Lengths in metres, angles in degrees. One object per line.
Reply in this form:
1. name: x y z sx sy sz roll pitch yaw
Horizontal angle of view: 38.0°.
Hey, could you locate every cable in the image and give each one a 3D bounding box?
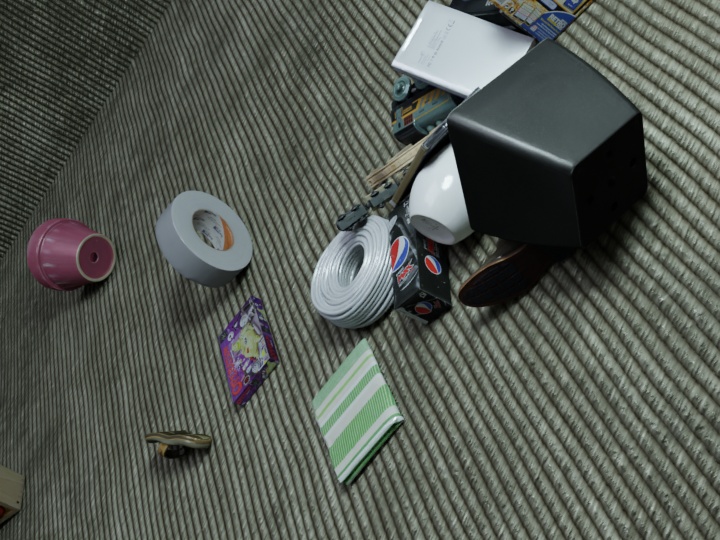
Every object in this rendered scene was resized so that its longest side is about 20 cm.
1. cable: 0.000 0.000 1.756 0.200 0.069 0.201 19 82 59

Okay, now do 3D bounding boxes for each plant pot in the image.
1. plant pot: 0.255 -0.144 1.346 0.199 0.201 0.177 -38 47 -20
2. plant pot: -0.762 -0.039 2.811 0.178 0.200 0.201 5 70 39

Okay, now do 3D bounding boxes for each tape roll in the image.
1. tape roll: -0.321 -0.065 2.154 0.066 0.200 0.201 -40 37 33

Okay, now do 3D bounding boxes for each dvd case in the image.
1. dvd case: 0.116 -0.190 1.645 0.149 0.016 0.200 -47 -6 -26

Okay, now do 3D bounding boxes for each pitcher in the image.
1. pitcher: 0.148 -0.139 1.623 0.201 0.121 0.171 -60 10 -18

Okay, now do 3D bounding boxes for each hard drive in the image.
1. hard drive: 0.167 -0.352 1.709 0.199 0.025 0.132 26 81 23

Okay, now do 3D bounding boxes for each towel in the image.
1. towel: -0.008 0.221 1.645 0.153 0.023 0.200 -52 31 16

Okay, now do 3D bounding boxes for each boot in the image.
1. boot: 0.219 -0.028 1.468 0.199 0.075 0.097 -34 30 22

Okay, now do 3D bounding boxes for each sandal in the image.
1. sandal: -0.356 0.340 2.026 0.199 0.080 0.054 -4 84 50

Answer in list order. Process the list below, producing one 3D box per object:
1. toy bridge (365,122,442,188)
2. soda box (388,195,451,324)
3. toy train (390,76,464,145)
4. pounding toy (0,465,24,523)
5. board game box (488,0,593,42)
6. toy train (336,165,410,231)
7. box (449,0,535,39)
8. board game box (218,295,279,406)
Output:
1. toy bridge: 0.074 -0.191 1.795 0.200 0.027 0.067 -31 8 47
2. soda box: 0.091 -0.020 1.636 0.063 0.070 0.201 -40 37 36
3. toy train: 0.130 -0.293 1.791 0.199 0.085 0.115 -24 61 42
4. pounding toy: -0.961 0.595 2.623 0.200 0.184 0.143 -35 39 23
5. board game box: 0.302 -0.459 1.594 0.200 0.151 0.046 -42 36 28
6. toy train: 0.041 -0.128 1.759 0.199 0.034 0.046 -36 6 -9
7. box: 0.255 -0.493 1.751 0.164 0.086 0.201 19 83 59
8. board game box: -0.216 0.151 2.000 0.120 0.032 0.200 -54 32 20
